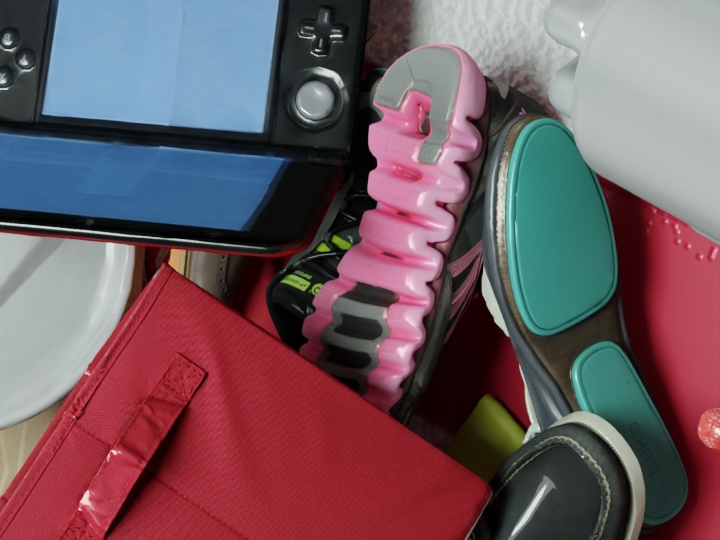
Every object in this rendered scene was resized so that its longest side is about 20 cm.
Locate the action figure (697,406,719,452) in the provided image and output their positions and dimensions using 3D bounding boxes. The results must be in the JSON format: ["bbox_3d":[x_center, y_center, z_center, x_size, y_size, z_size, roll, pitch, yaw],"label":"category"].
[{"bbox_3d":[0.238,0.088,0.815,0.198,0.099,0.066,17,99,16],"label":"action figure"}]

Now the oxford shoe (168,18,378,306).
[{"bbox_3d":[-0.048,-0.047,1.023,0.072,0.071,0.202,19,103,2],"label":"oxford shoe"}]

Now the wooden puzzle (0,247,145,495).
[{"bbox_3d":[-0.178,0.074,1.137,0.199,0.046,0.187,-18,63,51],"label":"wooden puzzle"}]

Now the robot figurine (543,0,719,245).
[{"bbox_3d":[0.168,-0.067,0.829,0.199,0.113,0.170,33,152,35],"label":"robot figurine"}]

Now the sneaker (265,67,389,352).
[{"bbox_3d":[0.000,0.000,0.994,0.070,0.082,0.201,21,104,38],"label":"sneaker"}]

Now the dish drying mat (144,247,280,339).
[{"bbox_3d":[-0.077,0.033,1.067,0.076,0.018,0.202,-19,65,17],"label":"dish drying mat"}]

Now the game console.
[{"bbox_3d":[-0.104,-0.091,0.930,0.198,0.119,0.174,6,83,7],"label":"game console"}]

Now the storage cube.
[{"bbox_3d":[-0.077,0.134,0.904,0.179,0.172,0.200,34,154,-5],"label":"storage cube"}]

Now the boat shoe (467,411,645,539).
[{"bbox_3d":[0.064,0.142,0.906,0.072,0.067,0.200,47,133,16],"label":"boat shoe"}]

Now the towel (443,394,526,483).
[{"bbox_3d":[0.102,0.158,0.956,0.200,0.018,0.086,49,117,29],"label":"towel"}]

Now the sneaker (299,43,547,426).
[{"bbox_3d":[0.038,-0.002,0.949,0.079,0.095,0.202,26,101,45],"label":"sneaker"}]

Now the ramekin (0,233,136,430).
[{"bbox_3d":[-0.222,-0.014,1.030,0.094,0.201,0.204,166,99,-67],"label":"ramekin"}]

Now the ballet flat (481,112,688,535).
[{"bbox_3d":[0.089,0.028,0.913,0.073,0.073,0.202,-13,100,39],"label":"ballet flat"}]
